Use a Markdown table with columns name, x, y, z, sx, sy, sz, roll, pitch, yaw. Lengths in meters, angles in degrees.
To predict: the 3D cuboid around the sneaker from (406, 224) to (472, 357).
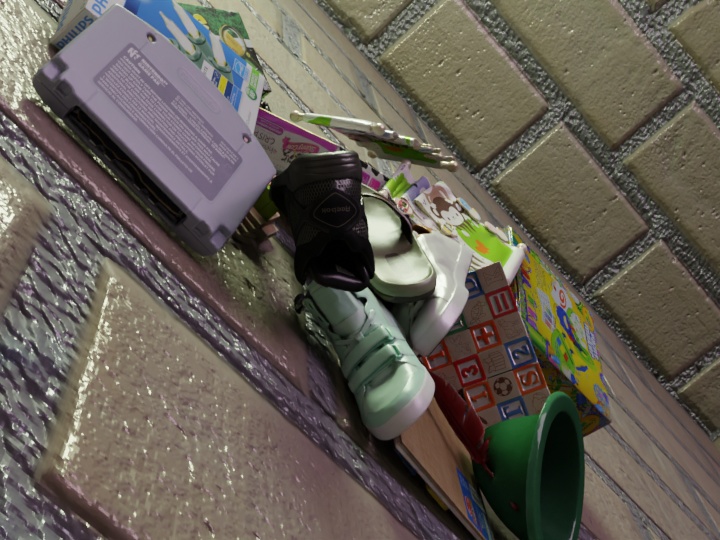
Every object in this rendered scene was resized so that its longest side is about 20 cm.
| name | x | y | z | sx | sy | sz | roll | pitch | yaw |
| --- | --- | --- | --- | --- | --- | --- | --- | --- | --- |
| sneaker | 0.057 | 0.015 | 1.090 | 0.084 | 0.073 | 0.200 | 33 | 23 | -7 |

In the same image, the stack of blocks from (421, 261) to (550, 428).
| name | x | y | z | sx | sy | sz | roll | pitch | yaw |
| --- | --- | --- | --- | --- | --- | --- | --- | --- | --- |
| stack of blocks | 0.132 | 0.106 | 1.193 | 0.059 | 0.114 | 0.201 | 55 | 14 | -77 |

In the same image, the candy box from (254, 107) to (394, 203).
| name | x | y | z | sx | sy | sz | roll | pitch | yaw |
| --- | --- | --- | --- | --- | --- | --- | --- | --- | --- |
| candy box | -0.047 | -0.117 | 1.275 | 0.136 | 0.061 | 0.200 | 28 | 3 | 26 |

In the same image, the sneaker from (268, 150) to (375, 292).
| name | x | y | z | sx | sy | sz | roll | pitch | yaw |
| --- | --- | --- | --- | --- | --- | --- | --- | --- | --- |
| sneaker | -0.036 | -0.035 | 0.979 | 0.199 | 0.076 | 0.115 | 166 | -80 | -78 |

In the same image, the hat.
| name | x | y | z | sx | sy | sz | roll | pitch | yaw |
| --- | --- | --- | --- | --- | --- | --- | --- | --- | --- |
| hat | 0.113 | 0.190 | 1.077 | 0.166 | 0.175 | 0.201 | 50 | 46 | -51 |

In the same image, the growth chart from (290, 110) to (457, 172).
| name | x | y | z | sx | sy | sz | roll | pitch | yaw |
| --- | --- | --- | --- | --- | --- | --- | --- | --- | --- |
| growth chart | 0.026 | -0.157 | 1.348 | 0.144 | 0.018 | 0.200 | 13 | -3 | 32 |

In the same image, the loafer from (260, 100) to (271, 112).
| name | x | y | z | sx | sy | sz | roll | pitch | yaw |
| --- | --- | --- | --- | --- | --- | --- | --- | --- | --- |
| loafer | -0.144 | -0.200 | 1.284 | 0.200 | 0.063 | 0.072 | 34 | 18 | -50 |

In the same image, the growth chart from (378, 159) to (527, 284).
| name | x | y | z | sx | sy | sz | roll | pitch | yaw |
| --- | --- | --- | --- | --- | --- | --- | --- | --- | --- |
| growth chart | 0.110 | -0.056 | 1.294 | 0.199 | 0.018 | 0.145 | 36 | 30 | -7 |

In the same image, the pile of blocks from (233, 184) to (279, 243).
| name | x | y | z | sx | sy | sz | roll | pitch | yaw |
| --- | --- | --- | --- | --- | --- | --- | --- | --- | --- |
| pile of blocks | -0.117 | -0.080 | 1.034 | 0.082 | 0.062 | 0.200 | 55 | 14 | 24 |

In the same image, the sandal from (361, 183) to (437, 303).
| name | x | y | z | sx | sy | sz | roll | pitch | yaw |
| --- | --- | --- | --- | --- | --- | --- | --- | --- | --- |
| sandal | 0.015 | -0.043 | 1.068 | 0.201 | 0.079 | 0.058 | 48 | -28 | 47 |

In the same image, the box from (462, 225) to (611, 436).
| name | x | y | z | sx | sy | sz | roll | pitch | yaw |
| --- | --- | --- | --- | --- | --- | --- | --- | --- | --- |
| box | 0.201 | 0.091 | 1.384 | 0.193 | 0.122 | 0.201 | 43 | 29 | -26 |

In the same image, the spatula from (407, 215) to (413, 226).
| name | x | y | z | sx | sy | sz | roll | pitch | yaw |
| --- | --- | --- | --- | --- | --- | --- | --- | --- | --- |
| spatula | 0.048 | -0.025 | 1.295 | 0.056 | 0.021 | 0.201 | 34 | 54 | -3 |

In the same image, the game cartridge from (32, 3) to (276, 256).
| name | x | y | z | sx | sy | sz | roll | pitch | yaw |
| --- | --- | --- | --- | --- | --- | --- | --- | --- | --- |
| game cartridge | -0.164 | -0.121 | 0.928 | 0.200 | 0.041 | 0.133 | 47 | 45 | -15 |

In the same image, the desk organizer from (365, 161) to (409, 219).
| name | x | y | z | sx | sy | sz | roll | pitch | yaw |
| --- | --- | --- | --- | --- | --- | --- | --- | --- | --- |
| desk organizer | 0.037 | -0.036 | 1.394 | 0.072 | 0.077 | 0.201 | 35 | 20 | -47 |

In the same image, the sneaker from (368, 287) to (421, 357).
| name | x | y | z | sx | sy | sz | roll | pitch | yaw |
| --- | --- | --- | --- | --- | --- | --- | --- | --- | --- |
| sneaker | 0.000 | 0.000 | 1.157 | 0.120 | 0.084 | 0.201 | 30 | 27 | -44 |

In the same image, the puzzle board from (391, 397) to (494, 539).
| name | x | y | z | sx | sy | sz | roll | pitch | yaw |
| --- | --- | --- | --- | --- | --- | --- | --- | --- | --- |
| puzzle board | 0.066 | 0.160 | 1.042 | 0.151 | 0.017 | 0.200 | 51 | 12 | -22 |

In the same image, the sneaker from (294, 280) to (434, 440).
| name | x | y | z | sx | sy | sz | roll | pitch | yaw |
| --- | --- | --- | --- | --- | --- | --- | --- | --- | --- |
| sneaker | -0.005 | 0.065 | 0.972 | 0.118 | 0.074 | 0.201 | 47 | 7 | -22 |

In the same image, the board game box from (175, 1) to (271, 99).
| name | x | y | z | sx | sy | sz | roll | pitch | yaw |
| --- | --- | --- | --- | --- | --- | --- | --- | --- | --- |
| board game box | -0.181 | -0.232 | 1.162 | 0.199 | 0.023 | 0.105 | -9 | 70 | -55 |

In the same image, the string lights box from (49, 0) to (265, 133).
| name | x | y | z | sx | sy | sz | roll | pitch | yaw |
| --- | --- | --- | --- | --- | --- | --- | --- | --- | --- |
| string lights box | -0.187 | -0.199 | 1.056 | 0.200 | 0.059 | 0.103 | 38 | 39 | -31 |
